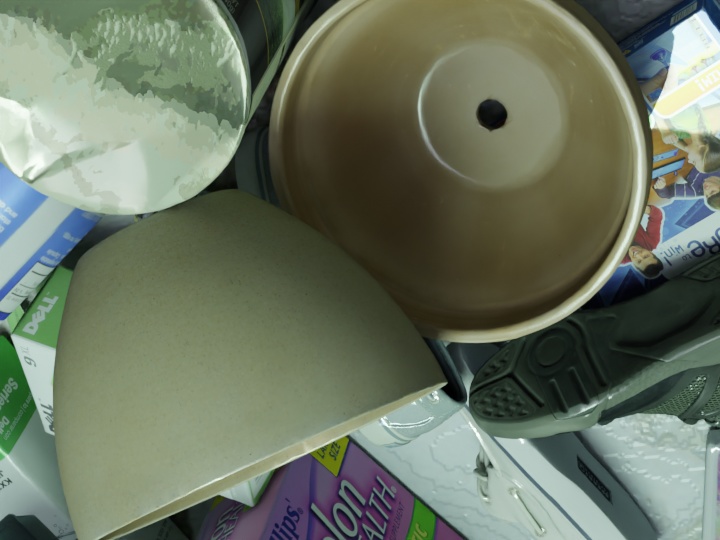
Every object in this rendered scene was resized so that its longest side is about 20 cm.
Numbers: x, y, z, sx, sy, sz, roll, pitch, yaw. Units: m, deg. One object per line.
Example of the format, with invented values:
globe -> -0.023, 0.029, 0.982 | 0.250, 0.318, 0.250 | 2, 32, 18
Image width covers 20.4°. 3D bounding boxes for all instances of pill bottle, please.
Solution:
pill bottle -> -0.220, -0.032, 1.118 | 0.112, 0.112, 0.200 | 44, 93, -14

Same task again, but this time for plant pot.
plant pot -> -0.074, 0.038, 1.006 | 0.200, 0.200, 0.135 | -27, 83, 24
plant pot -> 0.060, -0.071, 1.050 | 0.201, 0.093, 0.201 | 7, 113, 17

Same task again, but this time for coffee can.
coffee can -> -0.104, -0.137, 1.020 | 0.146, 0.200, 0.146 | 5, 121, 9

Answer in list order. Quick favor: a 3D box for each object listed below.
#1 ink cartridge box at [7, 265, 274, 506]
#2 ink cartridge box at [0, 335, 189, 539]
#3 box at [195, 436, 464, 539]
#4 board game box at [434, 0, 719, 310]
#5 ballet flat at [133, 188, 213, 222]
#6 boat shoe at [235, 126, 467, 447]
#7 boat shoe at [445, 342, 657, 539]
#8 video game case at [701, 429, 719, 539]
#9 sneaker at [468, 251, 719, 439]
ink cartridge box -> -0.144, 0.061, 1.182 | 0.200, 0.059, 0.104 | 18, 147, 18
ink cartridge box -> -0.227, 0.163, 1.288 | 0.147, 0.083, 0.200 | -32, 110, 27
box -> -0.006, 0.217, 1.217 | 0.200, 0.176, 0.097 | 41, 120, -12
board game box -> 0.148, -0.049, 1.112 | 0.200, 0.034, 0.135 | -31, 108, 27
ballet flat -> -0.055, 0.024, 1.180 | 0.200, 0.072, 0.072 | 40, 120, -11
boat shoe -> 0.000, 0.001, 1.135 | 0.071, 0.070, 0.201 | -26, 93, 27
boat shoe -> 0.102, 0.124, 1.206 | 0.066, 0.072, 0.200 | -33, 116, 22
video game case -> 0.300, 0.189, 1.225 | 0.182, 0.024, 0.200 | 3, 121, 11
sneaker -> 0.165, 0.063, 1.123 | 0.199, 0.076, 0.114 | -24, 136, 9
